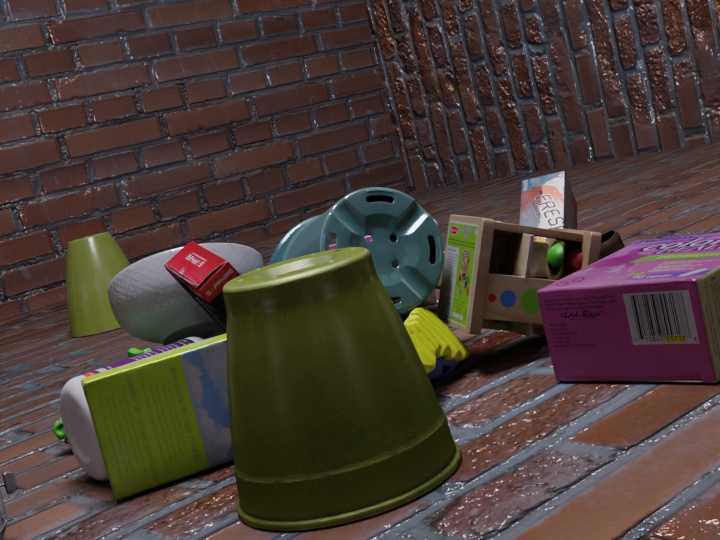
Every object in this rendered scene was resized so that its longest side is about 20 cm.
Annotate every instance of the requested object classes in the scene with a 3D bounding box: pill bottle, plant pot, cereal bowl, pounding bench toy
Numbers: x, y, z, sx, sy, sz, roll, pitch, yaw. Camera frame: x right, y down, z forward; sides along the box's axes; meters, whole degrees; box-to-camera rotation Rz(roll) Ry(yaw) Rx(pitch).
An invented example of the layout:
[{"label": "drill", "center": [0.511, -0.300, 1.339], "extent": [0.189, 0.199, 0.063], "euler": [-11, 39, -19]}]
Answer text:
[{"label": "pill bottle", "center": [-0.213, 0.141, 1.130], "extent": [0.199, 0.113, 0.112], "euler": [-19, 9, -33]}, {"label": "plant pot", "center": [-0.032, 0.087, 0.889], "extent": [0.199, 0.194, 0.200], "euler": [-13, 8, 2]}, {"label": "cereal bowl", "center": [-0.211, 0.043, 1.313], "extent": [0.199, 0.084, 0.200], "euler": [-14, -19, -5]}, {"label": "plant pot", "center": [0.000, 0.000, 1.254], "extent": [0.199, 0.201, 0.196], "euler": [-16, -9, -18]}, {"label": "pounding bench toy", "center": [0.177, 0.006, 1.221], "extent": [0.155, 0.125, 0.200], "euler": [6, 3, -13]}, {"label": "plant pot", "center": [-0.571, 0.023, 2.303], "extent": [0.186, 0.201, 0.187], "euler": [-13, 8, 2]}]

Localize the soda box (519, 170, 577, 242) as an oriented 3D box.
[{"label": "soda box", "center": [0.247, -0.037, 1.378], "extent": [0.063, 0.069, 0.201], "euler": [-12, 44, 23]}]

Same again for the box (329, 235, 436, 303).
[{"label": "box", "center": [0.005, 0.014, 1.495], "extent": [0.175, 0.097, 0.200], "euler": [-13, -7, 10]}]

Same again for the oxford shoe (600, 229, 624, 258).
[{"label": "oxford shoe", "center": [0.274, -0.009, 1.445], "extent": [0.199, 0.085, 0.073], "euler": [-18, 10, -16]}]

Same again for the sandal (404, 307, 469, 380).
[{"label": "sandal", "center": [0.053, 0.097, 1.133], "extent": [0.087, 0.079, 0.200], "euler": [-51, -18, 19]}]

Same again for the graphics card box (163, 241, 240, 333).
[{"label": "graphics card box", "center": [-0.129, 0.059, 1.199], "extent": [0.051, 0.200, 0.125], "euler": [-45, 27, -12]}]

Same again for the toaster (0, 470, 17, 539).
[{"label": "toaster", "center": [-0.417, 0.219, 0.945], "extent": [0.199, 0.114, 0.129], "euler": [-17, 10, -31]}]

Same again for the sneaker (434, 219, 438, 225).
[{"label": "sneaker", "center": [0.082, -0.086, 2.349], "extent": [0.199, 0.081, 0.146], "euler": [-14, 1, -43]}]

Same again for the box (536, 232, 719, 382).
[{"label": "box", "center": [0.308, 0.032, 1.031], "extent": [0.199, 0.097, 0.175], "euler": [-20, 10, -42]}]

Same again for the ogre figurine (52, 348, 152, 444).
[{"label": "ogre figurine", "center": [-0.267, 0.145, 1.270], "extent": [0.199, 0.099, 0.120], "euler": [-5, -11, -36]}]

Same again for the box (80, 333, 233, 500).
[{"label": "box", "center": [-0.164, 0.136, 1.040], "extent": [0.199, 0.123, 0.048], "euler": [-16, 7, -17]}]
